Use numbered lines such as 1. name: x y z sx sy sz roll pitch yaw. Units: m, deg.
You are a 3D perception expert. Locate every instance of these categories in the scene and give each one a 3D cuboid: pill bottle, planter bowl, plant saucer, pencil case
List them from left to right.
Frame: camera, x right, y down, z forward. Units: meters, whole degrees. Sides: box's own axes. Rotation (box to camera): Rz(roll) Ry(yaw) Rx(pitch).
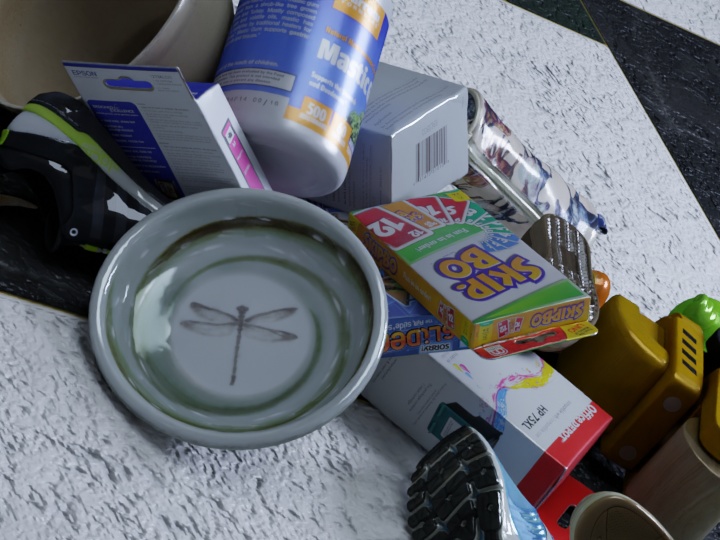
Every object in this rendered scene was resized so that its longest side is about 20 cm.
1. planter bowl: -0.172 -0.170 1.631 0.135 0.200 0.200 44 14 -47
2. plant saucer: -0.081 0.039 1.470 0.200 0.050 0.200 1 58 -1
3. pill bottle: -0.040 -0.164 1.586 0.112 0.112 0.200 25 67 -22
4. pencil case: 0.127 -0.074 1.871 0.200 0.078 0.089 40 2 -36

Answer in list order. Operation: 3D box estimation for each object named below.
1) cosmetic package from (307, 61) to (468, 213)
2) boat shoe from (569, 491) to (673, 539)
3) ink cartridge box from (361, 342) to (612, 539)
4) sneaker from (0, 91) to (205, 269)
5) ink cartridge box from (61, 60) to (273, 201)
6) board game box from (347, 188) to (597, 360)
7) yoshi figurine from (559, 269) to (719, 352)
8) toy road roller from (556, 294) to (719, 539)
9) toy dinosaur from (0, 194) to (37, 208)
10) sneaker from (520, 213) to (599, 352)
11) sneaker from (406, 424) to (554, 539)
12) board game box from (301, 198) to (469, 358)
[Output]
1. cosmetic package: -0.028 -0.115 1.696 0.200 0.081 0.113 19 34 31
2. boat shoe: 0.193 0.218 1.505 0.200 0.072 0.065 53 -1 -32
3. ink cartridge box: 0.108 0.112 1.621 0.200 0.067 0.116 39 28 8
4. sneaker: -0.184 -0.034 1.522 0.200 0.072 0.083 48 68 -15
5. ink cartridge box: -0.126 -0.084 1.522 0.037 0.095 0.200 -67 148 -30
6. board game box: 0.079 0.001 1.551 0.095 0.030 0.200 -13 35 -26
7. yoshi figurine: 0.244 0.048 1.848 0.200 0.112 0.112 24 23 -29
8. toy road roller: 0.228 0.109 1.701 0.146 0.123 0.200 32 30 -9
9. toy dinosaur: -0.299 -0.058 1.447 0.101 0.058 0.200 59 17 6
10. sneaker: 0.142 0.028 1.726 0.070 0.076 0.200 34 25 -4
11. sneaker: 0.100 0.197 1.498 0.090 0.078 0.200 28 30 -50
12. board game box: 0.000 0.000 1.608 0.135 0.035 0.200 -5 29 -12
